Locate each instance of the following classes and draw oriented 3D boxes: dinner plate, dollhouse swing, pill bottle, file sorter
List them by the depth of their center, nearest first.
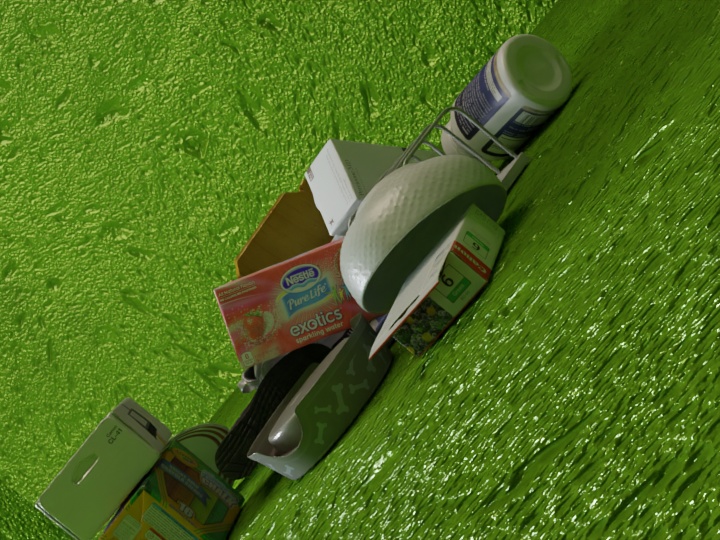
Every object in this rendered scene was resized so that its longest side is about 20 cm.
[{"bbox_3d":[0.090,-0.092,1.566,0.139,0.124,0.200,-53,5,-29],"label":"file sorter"},{"bbox_3d":[0.189,-0.218,1.688,0.111,0.111,0.200,-53,5,-36],"label":"pill bottle"},{"bbox_3d":[-0.253,0.298,1.767,0.199,0.024,0.201,-30,-42,-31],"label":"dinner plate"},{"bbox_3d":[-0.109,-0.006,1.881,0.201,0.181,0.176,-55,19,-14],"label":"dollhouse swing"}]

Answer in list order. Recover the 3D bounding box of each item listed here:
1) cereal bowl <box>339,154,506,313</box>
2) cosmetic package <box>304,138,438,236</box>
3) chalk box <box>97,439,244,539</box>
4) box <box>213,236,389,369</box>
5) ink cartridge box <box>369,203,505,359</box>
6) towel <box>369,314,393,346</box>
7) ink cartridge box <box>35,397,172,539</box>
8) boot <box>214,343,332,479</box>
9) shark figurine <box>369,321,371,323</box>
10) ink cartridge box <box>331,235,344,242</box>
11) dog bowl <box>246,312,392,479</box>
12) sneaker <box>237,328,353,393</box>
[{"bbox_3d":[0.054,-0.050,1.320,0.199,0.083,0.200,-35,-21,-15],"label":"cereal bowl"},{"bbox_3d":[0.033,-0.109,1.743,0.199,0.113,0.081,2,-38,-41],"label":"cosmetic package"},{"bbox_3d":[-0.234,0.309,1.571,0.124,0.124,0.200,-50,5,15],"label":"chalk box"},{"bbox_3d":[-0.062,0.031,1.473,0.198,0.104,0.095,-20,1,-2],"label":"box"},{"bbox_3d":[0.076,0.020,1.199,0.109,0.050,0.200,-50,5,26],"label":"ink cartridge box"},{"bbox_3d":[-0.017,0.125,1.525,0.200,0.024,0.147,-50,4,13],"label":"towel"},{"bbox_3d":[-0.318,0.248,1.579,0.148,0.085,0.200,-51,4,-2],"label":"ink cartridge box"},{"bbox_3d":[-0.106,0.165,1.531,0.200,0.070,0.132,-45,0,-2],"label":"boot"},{"bbox_3d":[-0.078,0.107,1.719,0.215,0.128,0.090,-49,13,43],"label":"shark figurine"},{"bbox_3d":[0.000,0.000,1.715,0.051,0.108,0.200,-60,0,23],"label":"ink cartridge box"},{"bbox_3d":[-0.040,0.141,1.364,0.200,0.059,0.200,-50,3,4],"label":"dog bowl"},{"bbox_3d":[-0.078,0.084,1.583,0.114,0.075,0.201,6,-59,-40],"label":"sneaker"}]
